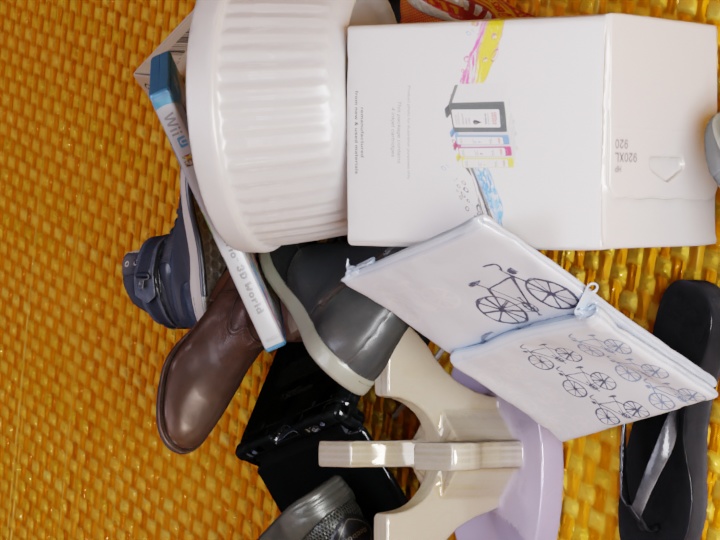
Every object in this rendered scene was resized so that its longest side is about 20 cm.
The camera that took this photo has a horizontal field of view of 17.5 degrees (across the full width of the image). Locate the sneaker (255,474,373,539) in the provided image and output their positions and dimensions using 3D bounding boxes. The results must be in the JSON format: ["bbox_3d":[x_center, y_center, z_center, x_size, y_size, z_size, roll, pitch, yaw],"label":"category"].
[{"bbox_3d":[-0.034,0.246,1.842,0.115,0.076,0.199,56,146,9],"label":"sneaker"}]

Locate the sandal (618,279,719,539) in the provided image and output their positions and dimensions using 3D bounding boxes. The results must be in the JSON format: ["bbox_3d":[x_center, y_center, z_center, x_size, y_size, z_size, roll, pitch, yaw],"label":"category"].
[{"bbox_3d":[0.193,0.103,1.516,0.076,0.043,0.201,23,110,57],"label":"sandal"}]

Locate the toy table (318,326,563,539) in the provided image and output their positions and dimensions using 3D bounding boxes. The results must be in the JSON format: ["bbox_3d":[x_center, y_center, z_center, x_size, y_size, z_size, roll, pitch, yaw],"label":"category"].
[{"bbox_3d":[0.064,0.134,1.665,0.184,0.117,0.201,-26,67,56],"label":"toy table"}]

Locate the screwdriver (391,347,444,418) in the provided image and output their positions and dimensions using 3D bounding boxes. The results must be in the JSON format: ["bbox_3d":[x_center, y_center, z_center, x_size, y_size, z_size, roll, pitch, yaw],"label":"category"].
[{"bbox_3d":[0.062,0.064,1.757,0.200,0.028,0.029,-61,39,45],"label":"screwdriver"}]

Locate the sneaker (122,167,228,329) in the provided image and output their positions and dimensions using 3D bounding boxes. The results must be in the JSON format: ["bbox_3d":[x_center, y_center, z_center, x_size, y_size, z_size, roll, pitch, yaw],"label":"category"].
[{"bbox_3d":[-0.156,-0.044,2.069,0.146,0.077,0.204,7,97,56],"label":"sneaker"}]

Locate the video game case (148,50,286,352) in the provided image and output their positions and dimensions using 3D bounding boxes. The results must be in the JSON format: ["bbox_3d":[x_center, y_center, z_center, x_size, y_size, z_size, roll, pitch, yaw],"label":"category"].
[{"bbox_3d":[-0.103,-0.052,1.670,0.143,0.018,0.201,-104,-10,-74],"label":"video game case"}]

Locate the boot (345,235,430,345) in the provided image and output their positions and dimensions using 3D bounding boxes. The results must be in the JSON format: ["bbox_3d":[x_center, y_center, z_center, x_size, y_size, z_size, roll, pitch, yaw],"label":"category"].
[{"bbox_3d":[-0.015,-0.030,1.741,0.199,0.072,0.145,33,113,11],"label":"boot"}]

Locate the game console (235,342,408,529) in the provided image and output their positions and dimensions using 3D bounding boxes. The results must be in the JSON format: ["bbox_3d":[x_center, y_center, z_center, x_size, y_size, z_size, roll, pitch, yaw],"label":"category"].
[{"bbox_3d":[-0.007,0.130,1.867,0.200,0.116,0.177,-27,37,60],"label":"game console"}]

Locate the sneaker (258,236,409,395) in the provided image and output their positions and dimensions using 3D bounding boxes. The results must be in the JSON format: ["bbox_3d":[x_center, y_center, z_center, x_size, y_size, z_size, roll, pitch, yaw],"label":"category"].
[{"bbox_3d":[0.000,0.000,1.644,0.106,0.075,0.200,-47,32,9],"label":"sneaker"}]

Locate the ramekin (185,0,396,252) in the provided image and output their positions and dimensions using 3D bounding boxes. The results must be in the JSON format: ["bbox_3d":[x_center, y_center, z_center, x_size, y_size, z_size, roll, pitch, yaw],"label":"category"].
[{"bbox_3d":[-0.036,-0.114,1.591,0.104,0.200,0.202,-2,87,16],"label":"ramekin"}]

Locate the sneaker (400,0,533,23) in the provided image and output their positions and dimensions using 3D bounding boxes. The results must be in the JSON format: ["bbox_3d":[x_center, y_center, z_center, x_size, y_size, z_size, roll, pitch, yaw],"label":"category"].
[{"bbox_3d":[0.095,-0.149,1.671,0.200,0.073,0.077,50,151,46],"label":"sneaker"}]

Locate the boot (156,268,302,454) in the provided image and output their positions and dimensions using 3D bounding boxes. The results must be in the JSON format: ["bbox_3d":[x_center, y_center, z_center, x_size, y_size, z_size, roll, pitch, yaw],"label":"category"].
[{"bbox_3d":[-0.084,0.061,1.910,0.200,0.064,0.187,-9,57,61],"label":"boot"}]

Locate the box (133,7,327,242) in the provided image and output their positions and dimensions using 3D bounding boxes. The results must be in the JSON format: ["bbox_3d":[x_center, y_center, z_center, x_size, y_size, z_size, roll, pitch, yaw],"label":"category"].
[{"bbox_3d":[-0.075,-0.105,1.807,0.078,0.095,0.200,8,139,50],"label":"box"}]

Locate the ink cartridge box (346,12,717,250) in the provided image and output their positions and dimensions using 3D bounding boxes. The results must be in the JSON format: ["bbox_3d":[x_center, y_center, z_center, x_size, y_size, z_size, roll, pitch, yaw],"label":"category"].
[{"bbox_3d":[0.111,-0.088,1.497,0.199,0.147,0.146,2,94,37],"label":"ink cartridge box"}]

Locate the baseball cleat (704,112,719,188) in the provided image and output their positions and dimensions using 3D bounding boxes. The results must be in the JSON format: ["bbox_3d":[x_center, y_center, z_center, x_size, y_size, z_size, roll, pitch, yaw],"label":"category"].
[{"bbox_3d":[0.247,-0.002,1.401,0.107,0.069,0.201,-62,40,38],"label":"baseball cleat"}]

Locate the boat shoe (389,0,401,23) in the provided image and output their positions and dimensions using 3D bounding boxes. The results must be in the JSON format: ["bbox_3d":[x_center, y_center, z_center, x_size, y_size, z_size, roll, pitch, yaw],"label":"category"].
[{"bbox_3d":[0.023,-0.141,1.774,0.072,0.071,0.201,9,97,59],"label":"boat shoe"}]

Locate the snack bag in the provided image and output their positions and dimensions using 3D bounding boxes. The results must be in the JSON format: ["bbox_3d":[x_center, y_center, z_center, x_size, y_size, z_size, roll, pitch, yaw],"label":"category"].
[{"bbox_3d":[0.103,0.039,1.482,0.188,0.200,0.021,-22,36,60],"label":"snack bag"}]
